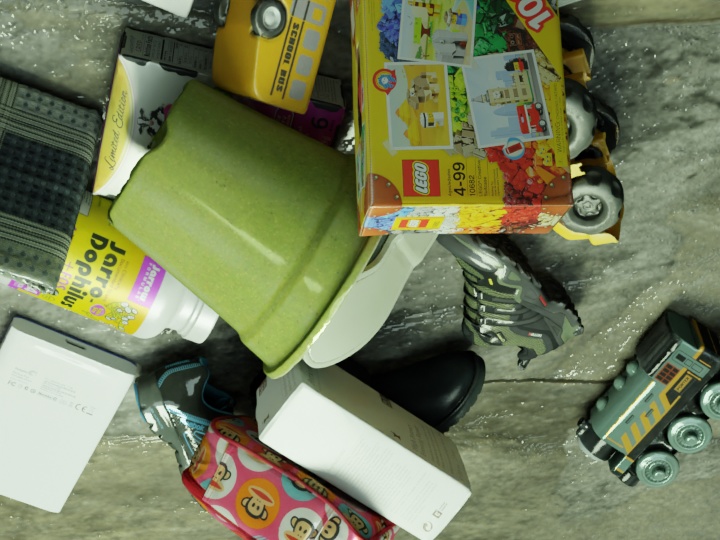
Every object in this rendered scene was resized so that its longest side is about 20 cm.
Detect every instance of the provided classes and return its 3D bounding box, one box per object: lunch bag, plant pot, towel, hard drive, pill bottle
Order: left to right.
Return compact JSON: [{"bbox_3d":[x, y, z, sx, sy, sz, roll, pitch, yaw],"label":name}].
[{"bbox_3d":[-0.322,-0.087,0.961,0.197,0.195,0.035,20,143,-20],"label":"towel"},{"bbox_3d":[-0.328,0.151,1.203,0.130,0.026,0.201,24,117,-19],"label":"hard drive"},{"bbox_3d":[-0.222,-0.004,1.070,0.198,0.105,0.105,23,118,-19],"label":"pill bottle"},{"bbox_3d":[-0.095,-0.048,0.948,0.183,0.201,0.201,32,115,-11],"label":"plant pot"},{"bbox_3d":[-0.058,0.214,1.129,0.198,0.176,0.083,32,97,16],"label":"lunch bag"}]

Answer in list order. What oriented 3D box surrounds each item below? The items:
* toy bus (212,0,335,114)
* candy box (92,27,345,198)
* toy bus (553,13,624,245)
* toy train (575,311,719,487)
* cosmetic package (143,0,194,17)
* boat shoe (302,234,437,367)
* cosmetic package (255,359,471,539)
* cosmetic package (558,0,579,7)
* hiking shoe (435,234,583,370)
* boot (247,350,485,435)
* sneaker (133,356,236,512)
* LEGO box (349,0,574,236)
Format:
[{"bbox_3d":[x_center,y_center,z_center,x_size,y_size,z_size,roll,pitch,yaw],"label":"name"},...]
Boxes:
[{"bbox_3d":[-0.059,-0.233,0.932,0.077,0.065,0.203,10,97,-42],"label":"toy bus"},{"bbox_3d":[-0.124,-0.117,1.035,0.197,0.061,0.138,11,121,-12],"label":"candy box"},{"bbox_3d":[0.126,-0.110,1.034,0.189,0.137,0.201,-16,126,20],"label":"toy bus"},{"bbox_3d":[0.313,0.137,1.234,0.113,0.086,0.201,31,117,-9],"label":"toy train"},{"bbox_3d":[-0.118,-0.305,0.906,0.050,0.083,0.202,17,119,-19],"label":"cosmetic package"},{"bbox_3d":[0.000,0.000,1.065,0.201,0.061,0.073,-53,139,-17],"label":"boat shoe"},{"bbox_3d":[0.001,0.159,1.109,0.199,0.102,0.074,35,102,-18],"label":"cosmetic package"},{"bbox_3d":[0.109,-0.262,0.955,0.197,0.091,0.108,-16,123,1],"label":"cosmetic package"},{"bbox_3d":[0.128,0.027,1.143,0.101,0.076,0.199,-42,118,16],"label":"hiking shoe"},{"bbox_3d":[0.004,0.113,1.182,0.199,0.077,0.168,-37,123,24],"label":"boot"},{"bbox_3d":[-0.153,0.175,1.210,0.081,0.074,0.202,-26,125,0],"label":"sneaker"},{"bbox_3d":[0.070,-0.132,0.868,0.146,0.204,0.077,-1,166,-6],"label":"LEGO box"}]
